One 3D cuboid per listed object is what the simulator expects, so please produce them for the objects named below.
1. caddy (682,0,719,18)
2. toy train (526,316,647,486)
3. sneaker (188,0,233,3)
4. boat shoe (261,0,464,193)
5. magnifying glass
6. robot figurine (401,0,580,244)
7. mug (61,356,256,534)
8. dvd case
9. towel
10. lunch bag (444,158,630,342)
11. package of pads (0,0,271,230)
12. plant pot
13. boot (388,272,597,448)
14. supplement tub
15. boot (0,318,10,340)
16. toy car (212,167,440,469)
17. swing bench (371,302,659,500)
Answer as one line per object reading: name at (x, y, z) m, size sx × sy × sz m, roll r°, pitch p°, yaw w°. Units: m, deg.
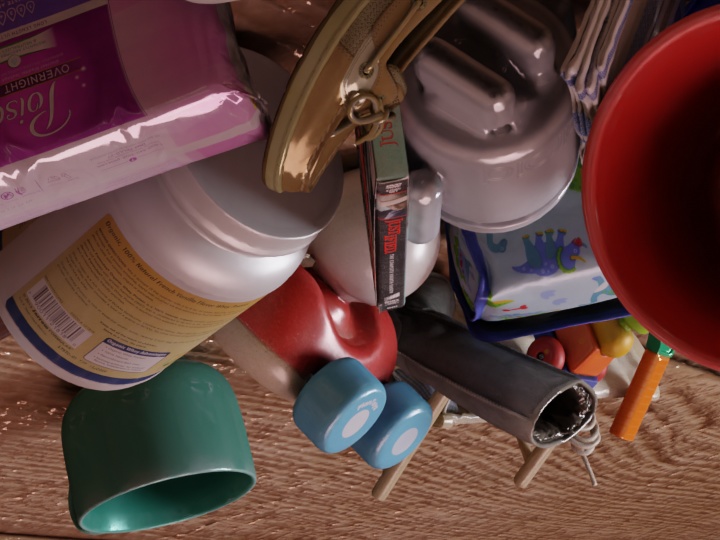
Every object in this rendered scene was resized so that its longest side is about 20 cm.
caddy at (0.268, -0.131, 1.198) m, size 0.140 × 0.106 × 0.200 m, roll 15°, pitch 144°, yaw -17°
toy train at (0.198, 0.056, 1.500) m, size 0.115 × 0.202 × 0.084 m, roll -34°, pitch 154°, yaw 31°
sneaker at (-0.013, -0.201, 0.851) m, size 0.198 × 0.074 × 0.116 m, roll -26°, pitch 158°, yaw -1°
boat shoe at (0.020, -0.119, 0.937) m, size 0.202 × 0.063 × 0.073 m, roll -57°, pitch 175°, yaw -6°
magnifying glass at (0.263, 0.051, 1.605) m, size 0.079 × 0.202 × 0.022 m, roll 16°, pitch -172°, yaw -44°
robot figurine at (0.077, -0.093, 1.129) m, size 0.170 × 0.113 × 0.200 m, roll -49°, pitch 163°, yaw -11°
mug at (-0.186, 0.144, 1.555) m, size 0.183 × 0.116 × 0.152 m, roll -19°, pitch 161°, yaw 11°
dvd case at (0.009, -0.078, 1.073) m, size 0.022 × 0.148 × 0.200 m, roll -7°, pitch 159°, yaw -1°
towel at (0.155, -0.134, 1.082) m, size 0.024 × 0.148 × 0.200 m, roll 19°, pitch 168°, yaw 16°
lunch bag at (0.149, -0.023, 1.373) m, size 0.168 × 0.129 × 0.200 m, roll -11°, pitch 172°, yaw -2°
package of pads at (-0.152, -0.096, 0.938) m, size 0.198 × 0.122 × 0.076 m, roll -19°, pitch 160°, yaw 6°
plant pot at (0.242, -0.042, 1.042) m, size 0.199 × 0.202 × 0.177 m, roll -24°, pitch 171°, yaw 22°
boot at (0.092, 0.064, 1.430) m, size 0.198 × 0.073 × 0.181 m, roll 14°, pitch -159°, yaw 29°
supplement tub at (-0.116, -0.030, 1.103) m, size 0.143 × 0.146 × 0.199 m, roll 3°, pitch 153°, yaw -42°
boot at (-0.299, 0.035, 1.251) m, size 0.199 × 0.065 × 0.186 m, roll -27°, pitch 171°, yaw 35°
toy car at (0.000, 0.000, 1.309) m, size 0.200 × 0.184 × 0.177 m, roll -49°, pitch 154°, yaw 6°
swing bench at (0.121, 0.101, 1.667) m, size 0.197 × 0.131 × 0.200 m, roll 3°, pitch 147°, yaw -41°
